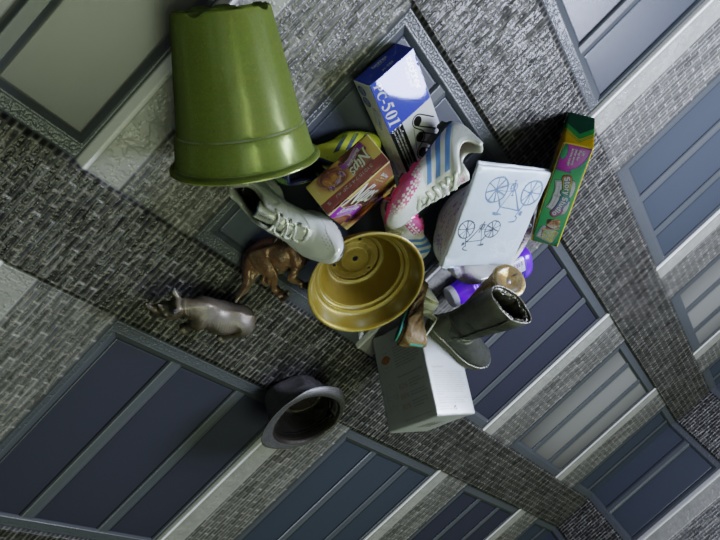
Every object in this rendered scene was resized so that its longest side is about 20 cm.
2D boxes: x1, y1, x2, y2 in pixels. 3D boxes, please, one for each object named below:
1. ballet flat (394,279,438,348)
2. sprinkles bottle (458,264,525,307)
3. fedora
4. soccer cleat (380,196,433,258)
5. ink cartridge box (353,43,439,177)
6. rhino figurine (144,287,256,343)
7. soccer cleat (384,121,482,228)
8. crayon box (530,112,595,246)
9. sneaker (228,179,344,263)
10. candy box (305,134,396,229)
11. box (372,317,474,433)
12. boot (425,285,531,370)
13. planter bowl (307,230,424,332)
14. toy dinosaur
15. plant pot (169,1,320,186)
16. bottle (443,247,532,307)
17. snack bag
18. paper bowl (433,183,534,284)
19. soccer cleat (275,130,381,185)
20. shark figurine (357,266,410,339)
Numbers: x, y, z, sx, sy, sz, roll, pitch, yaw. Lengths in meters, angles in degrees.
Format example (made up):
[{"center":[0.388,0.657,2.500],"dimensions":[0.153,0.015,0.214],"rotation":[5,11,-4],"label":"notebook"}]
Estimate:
[{"center":[0.112,0.074,1.121],"dimensions":[0.072,0.201,0.068],"rotation":[21,128,-5],"label":"ballet flat"},{"center":[0.247,0.063,1.149],"dimensions":[0.068,0.069,0.200],"rotation":[-14,157,-22],"label":"sprinkles bottle"},{"center":[-0.128,0.277,1.204],"dimensions":[0.199,0.090,0.178],"rotation":[9,121,-43],"label":"fedora"},{"center":[0.076,-0.057,1.055],"dimensions":[0.087,0.070,0.200],"rotation":[-57,149,-5],"label":"soccer cleat"},{"center":[0.070,-0.245,0.940],"dimensions":[0.094,0.044,0.201],"rotation":[-43,136,-12],"label":"ink cartridge box"},{"center":[-0.258,0.072,0.961],"dimensions":[0.087,0.060,0.199],"rotation":[-23,150,39],"label":"rhino figurine"},{"center":[0.116,-0.142,0.925],"dimensions":[0.201,0.086,0.070],"rotation":[-56,163,-2],"label":"soccer cleat"},{"center":[0.385,-0.175,1.122],"dimensions":[0.173,0.058,0.201],"rotation":[-55,158,-52],"label":"crayon box"},{"center":[-0.114,-0.070,0.868],"dimensions":[0.075,0.199,0.087],"rotation":[-59,172,18],"label":"sneaker"},{"center":[-0.008,-0.129,0.907],"dimensions":[0.116,0.057,0.200],"rotation":[-40,176,3],"label":"candy box"},{"center":[0.124,0.213,1.201],"dimensions":[0.106,0.202,0.152],"rotation":[8,152,-36],"label":"box"},{"center":[0.241,0.110,1.107],"dimensions":[0.181,0.073,0.200],"rotation":[32,139,-23],"label":"boot"},{"center":[0.000,0.000,0.985],"dimensions":[0.198,0.084,0.202],"rotation":[-10,129,-13],"label":"planter bowl"},{"center":[-0.138,-0.031,0.969],"dimensions":[0.199,0.086,0.136],"rotation":[-26,127,6],"label":"toy dinosaur"},{"center":[-0.160,-0.230,0.741],"dimensions":[0.198,0.200,0.192],"rotation":[-16,118,-20],"label":"plant pot"},{"center":[0.273,0.015,1.265],"dimensions":[0.199,0.065,0.084],"rotation":[-27,133,-11],"label":"bottle"},{"center":[0.238,-0.092,1.040],"dimensions":[0.187,0.021,0.202],"rotation":[-3,122,-34],"label":"snack bag"},{"center":[0.225,-0.083,1.127],"dimensions":[0.199,0.104,0.202],"rotation":[-18,131,-23],"label":"paper bowl"},{"center":[-0.046,-0.167,0.907],"dimensions":[0.199,0.084,0.065],"rotation":[-17,130,-28],"label":"soccer cleat"},{"center":[0.012,0.037,1.106],"dimensions":[0.089,0.128,0.215],"rotation":[-35,167,-33],"label":"shark figurine"}]
